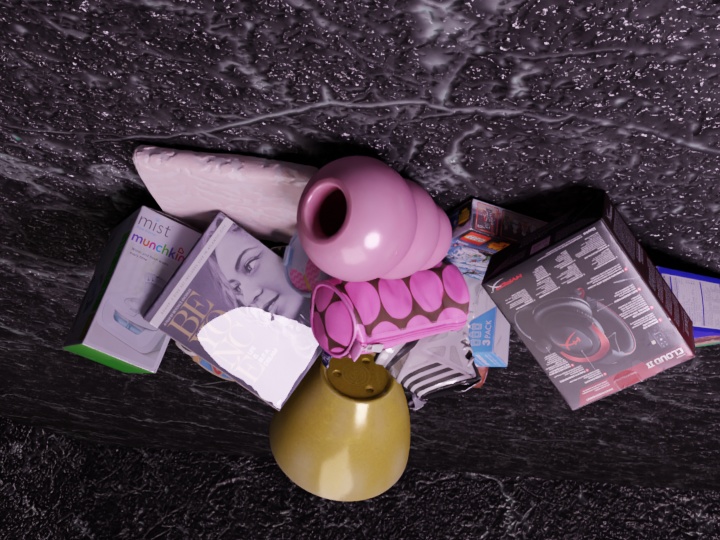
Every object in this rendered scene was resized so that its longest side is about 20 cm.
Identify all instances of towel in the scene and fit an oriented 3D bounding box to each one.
[{"bbox_3d":[-0.137,-0.082,1.013,0.198,0.033,0.191,6,161,5],"label":"towel"}]

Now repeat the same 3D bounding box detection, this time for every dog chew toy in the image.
[{"bbox_3d":[0.026,-0.046,0.931,0.124,0.126,0.199,-8,170,36],"label":"dog chew toy"}]

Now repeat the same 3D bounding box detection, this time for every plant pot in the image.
[{"bbox_3d":[-0.016,0.184,1.206,0.198,0.201,0.143,10,130,-6],"label":"plant pot"}]

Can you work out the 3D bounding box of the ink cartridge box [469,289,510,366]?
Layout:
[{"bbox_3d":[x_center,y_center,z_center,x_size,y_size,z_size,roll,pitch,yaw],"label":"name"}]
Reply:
[{"bbox_3d":[0.099,0.067,1.214,0.198,0.116,0.068,-3,158,27],"label":"ink cartridge box"}]

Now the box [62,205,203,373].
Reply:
[{"bbox_3d":[-0.281,0.030,1.112,0.096,0.178,0.200,25,165,-21],"label":"box"}]

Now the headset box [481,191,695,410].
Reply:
[{"bbox_3d":[0.246,0.043,0.943,0.148,0.075,0.201,-31,103,30],"label":"headset box"}]

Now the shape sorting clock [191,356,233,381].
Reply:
[{"bbox_3d":[-0.210,0.076,1.309,0.198,0.202,0.039,-6,-161,34],"label":"shape sorting clock"}]

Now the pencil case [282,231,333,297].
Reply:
[{"bbox_3d":[0.000,0.000,1.065,0.090,0.084,0.199,32,-167,37],"label":"pencil case"}]

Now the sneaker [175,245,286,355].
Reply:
[{"bbox_3d":[-0.143,0.032,1.108,0.199,0.081,0.083,-26,-179,6],"label":"sneaker"}]

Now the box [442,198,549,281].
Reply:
[{"bbox_3d":[0.180,-0.021,1.054,0.198,0.040,0.137,15,160,-22],"label":"box"}]

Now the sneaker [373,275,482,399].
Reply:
[{"bbox_3d":[0.120,0.083,1.110,0.115,0.200,0.076,43,156,10],"label":"sneaker"}]

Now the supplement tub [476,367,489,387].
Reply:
[{"bbox_3d":[0.096,0.114,1.364,0.198,0.108,0.107,8,161,-3],"label":"supplement tub"}]

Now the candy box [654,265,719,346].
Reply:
[{"bbox_3d":[0.349,0.056,1.096,0.199,0.078,0.168,8,162,-38],"label":"candy box"}]

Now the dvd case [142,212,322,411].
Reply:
[{"bbox_3d":[-0.129,0.050,1.044,0.199,0.149,0.016,37,176,-20],"label":"dvd case"}]

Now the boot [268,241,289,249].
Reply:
[{"bbox_3d":[-0.090,0.044,1.199,0.185,0.065,0.200,-16,133,33],"label":"boot"}]

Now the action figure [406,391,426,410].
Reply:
[{"bbox_3d":[0.049,0.162,1.436,0.198,0.131,0.070,-8,148,-30],"label":"action figure"}]

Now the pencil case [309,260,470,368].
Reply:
[{"bbox_3d":[0.039,0.044,0.990,0.199,0.091,0.094,-12,-140,-40],"label":"pencil case"}]
